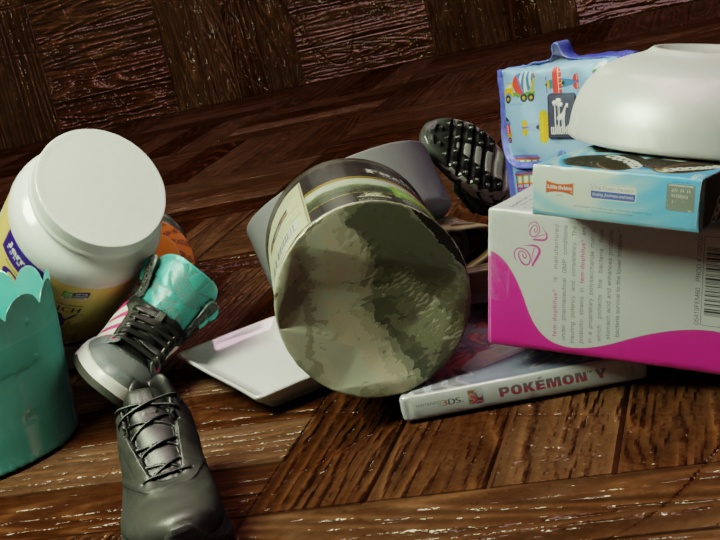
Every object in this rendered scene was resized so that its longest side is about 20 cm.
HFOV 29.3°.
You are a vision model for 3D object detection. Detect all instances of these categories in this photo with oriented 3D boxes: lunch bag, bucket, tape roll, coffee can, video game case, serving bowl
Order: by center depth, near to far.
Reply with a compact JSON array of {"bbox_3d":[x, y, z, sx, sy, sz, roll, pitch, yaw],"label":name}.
[{"bbox_3d":[0.248,-0.125,0.979,0.197,0.067,0.200,0,14,0],"label":"serving bowl"},{"bbox_3d":[0.127,0.057,1.082,0.180,0.023,0.200,-12,15,10],"label":"video game case"},{"bbox_3d":[0.000,0.000,1.084,0.144,0.148,0.200,-14,14,-2],"label":"coffee can"},{"bbox_3d":[-0.342,0.092,1.168,0.204,0.137,0.207,-12,14,3],"label":"bucket"},{"bbox_3d":[0.214,-0.119,1.303,0.149,0.203,0.094,0,19,45],"label":"lunch bag"},{"bbox_3d":[-0.011,-0.051,1.369,0.198,0.067,0.200,-25,-12,-5],"label":"tape roll"}]

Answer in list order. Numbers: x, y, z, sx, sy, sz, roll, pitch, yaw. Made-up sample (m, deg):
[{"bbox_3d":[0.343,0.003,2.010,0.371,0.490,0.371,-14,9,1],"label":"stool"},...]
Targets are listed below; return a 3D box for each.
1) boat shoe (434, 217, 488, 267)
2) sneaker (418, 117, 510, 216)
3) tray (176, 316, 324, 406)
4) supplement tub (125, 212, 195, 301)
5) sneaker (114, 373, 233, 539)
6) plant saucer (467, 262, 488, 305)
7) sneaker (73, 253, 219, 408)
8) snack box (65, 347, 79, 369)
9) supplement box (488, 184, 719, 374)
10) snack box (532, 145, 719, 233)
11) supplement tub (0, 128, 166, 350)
[{"bbox_3d":[0.056,-0.011,1.310,0.064,0.072,0.199,-2,17,42],"label":"boat shoe"},{"bbox_3d":[0.125,-0.098,1.461,0.199,0.067,0.090,23,-24,-34],"label":"sneaker"},{"bbox_3d":[-0.079,0.080,1.193,0.106,0.022,0.199,-19,15,-23],"label":"tray"},{"bbox_3d":[-0.261,-0.014,1.521,0.121,0.124,0.199,-21,16,-25],"label":"supplement tub"},{"bbox_3d":[-0.136,0.129,0.923,0.075,0.092,0.200,-15,15,-13],"label":"sneaker"},{"bbox_3d":[0.160,0.000,1.178,0.197,0.033,0.200,-12,0,0],"label":"plant saucer"},{"bbox_3d":[-0.180,0.048,1.214,0.121,0.083,0.200,-51,10,6],"label":"sneaker"},{"bbox_3d":[-0.318,0.070,1.457,0.071,0.025,0.199,-22,16,-24],"label":"snack box"},{"bbox_3d":[0.197,0.003,0.974,0.198,0.103,0.103,7,17,25],"label":"supplement box"},{"bbox_3d":[0.211,-0.066,0.955,0.115,0.038,0.199,8,16,29],"label":"snack box"},{"bbox_3d":[-0.272,-0.027,1.302,0.145,0.146,0.200,-25,-14,-37],"label":"supplement tub"}]
